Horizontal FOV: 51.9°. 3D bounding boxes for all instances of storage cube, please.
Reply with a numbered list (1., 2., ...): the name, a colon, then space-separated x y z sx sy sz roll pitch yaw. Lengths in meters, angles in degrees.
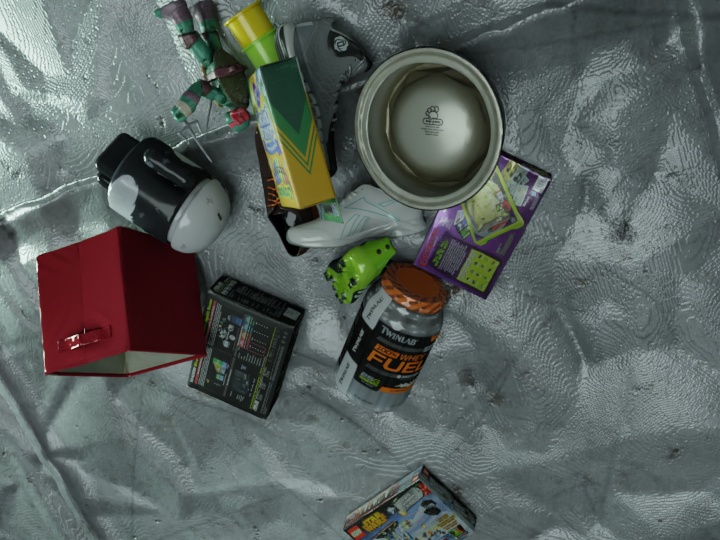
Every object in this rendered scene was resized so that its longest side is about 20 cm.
1. storage cube: -0.358 0.055 1.117 0.169 0.199 0.182 -16 76 23

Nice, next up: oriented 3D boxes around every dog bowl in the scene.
1. dog bowl: 0.095 -0.183 0.947 0.197 0.074 0.203 9 112 24

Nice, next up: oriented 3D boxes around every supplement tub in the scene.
1. supplement tub: 0.045 0.097 1.085 0.121 0.123 0.202 24 119 4

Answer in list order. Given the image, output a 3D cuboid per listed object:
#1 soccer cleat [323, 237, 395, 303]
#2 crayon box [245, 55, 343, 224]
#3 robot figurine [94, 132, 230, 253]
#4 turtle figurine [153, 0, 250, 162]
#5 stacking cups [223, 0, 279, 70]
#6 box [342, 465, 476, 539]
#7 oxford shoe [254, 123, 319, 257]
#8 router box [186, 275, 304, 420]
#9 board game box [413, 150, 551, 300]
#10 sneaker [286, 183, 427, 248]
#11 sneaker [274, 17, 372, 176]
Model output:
1. soccer cleat: 0.000 0.000 1.043 0.080 0.200 0.068 -30 88 -15
2. crayon box: -0.085 -0.150 0.921 0.051 0.126 0.203 -19 101 -13
3. robot figurine: -0.285 -0.114 1.081 0.199 0.150 0.126 33 103 -1
4. turtle figurine: -0.196 -0.251 0.980 0.099 0.150 0.203 -17 99 10
5. stacking cups: -0.102 -0.261 1.000 0.060 0.061 0.201 -25 111 25
6. box: 0.084 0.440 1.286 0.137 0.040 0.200 44 119 -9
7. oxford shoe: -0.107 -0.117 1.054 0.070 0.073 0.202 -11 111 21
8. router box: -0.189 0.127 1.201 0.148 0.062 0.202 22 119 4
9. board game box: 0.165 -0.068 1.024 0.119 0.032 0.202 24 118 -1
10. sneaker: -0.009 -0.077 1.035 0.197 0.070 0.081 -11 100 -6
11. sneaker: -0.031 -0.228 0.958 0.114 0.075 0.203 -19 106 -14
